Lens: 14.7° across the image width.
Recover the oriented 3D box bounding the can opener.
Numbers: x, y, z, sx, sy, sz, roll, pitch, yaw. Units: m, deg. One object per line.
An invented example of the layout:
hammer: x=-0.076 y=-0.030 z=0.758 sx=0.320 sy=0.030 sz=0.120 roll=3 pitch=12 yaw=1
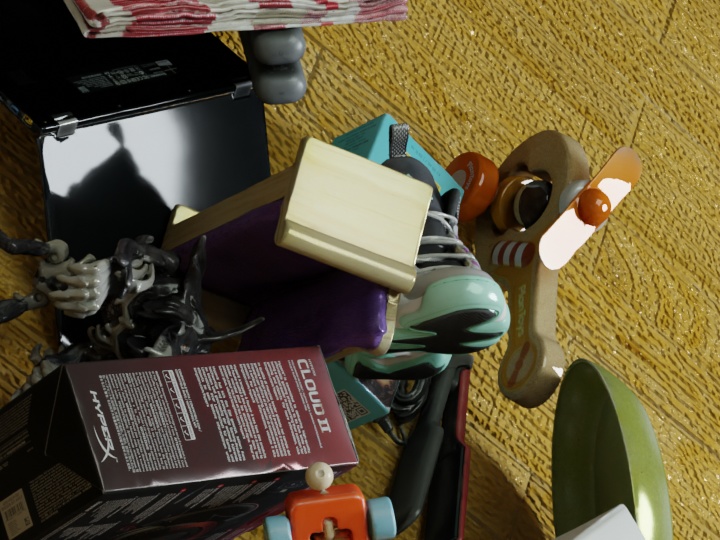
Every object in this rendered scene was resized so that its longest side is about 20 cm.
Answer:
can opener: x=-0.071 y=-0.161 z=1.731 sx=0.066 sy=0.053 sz=0.200 roll=-8 pitch=30 yaw=-10

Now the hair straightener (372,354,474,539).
hair straightener: x=0.039 y=0.086 z=1.741 sx=0.077 sy=0.041 sz=0.200 roll=34 pitch=46 yaw=-24

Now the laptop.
laptop: x=-0.155 y=-0.071 z=1.677 sx=0.200 sy=0.116 sz=0.187 roll=42 pitch=35 yaw=26

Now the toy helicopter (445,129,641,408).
toy helicopter: x=0.119 y=-0.004 z=1.801 sx=0.079 sy=0.132 sz=0.200 roll=28 pitch=49 yaw=-33

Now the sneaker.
sneaker: x=0.030 y=-0.019 z=1.594 sx=0.078 sy=0.200 sz=0.140 roll=2 pitch=79 yaw=-17

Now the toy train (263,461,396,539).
toy train: x=-0.076 y=0.180 z=1.495 sx=0.200 sy=0.056 sz=0.150 roll=-12 pitch=107 yaw=-7

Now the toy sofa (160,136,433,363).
toy sofa: x=-0.047 y=0.002 z=1.567 sx=0.083 sy=0.200 sz=0.098 roll=23 pitch=71 yaw=-21

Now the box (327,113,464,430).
box: x=0.000 y=0.000 z=1.745 sx=0.082 sy=0.049 sz=0.200 roll=44 pitch=43 yaw=-25

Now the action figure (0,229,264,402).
action figure: x=-0.157 y=0.023 z=1.512 sx=0.200 sy=0.119 sz=0.102 roll=20 pitch=30 yaw=0

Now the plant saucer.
plant saucer: x=0.155 y=0.152 z=1.700 sx=0.031 sy=0.200 sz=0.200 roll=-3 pitch=64 yaw=-10

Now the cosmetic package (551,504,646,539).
cosmetic package: x=0.143 y=0.240 z=1.513 sx=0.071 sy=0.101 sz=0.200 roll=-28 pitch=87 yaw=-49

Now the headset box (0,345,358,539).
headset box: x=-0.111 y=0.105 z=1.510 sx=0.200 sy=0.149 sz=0.075 roll=-3 pitch=68 yaw=-43

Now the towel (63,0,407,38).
towel: x=-0.085 y=-0.182 z=1.688 sx=0.200 sy=0.023 sz=0.144 roll=-6 pitch=30 yaw=-18
